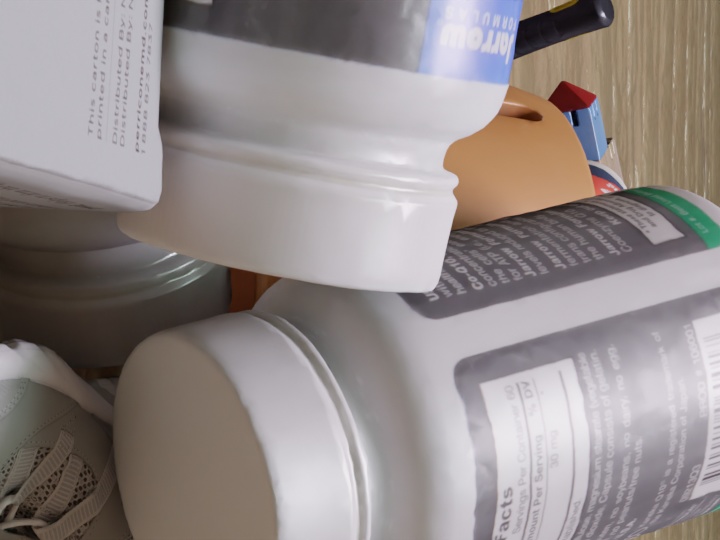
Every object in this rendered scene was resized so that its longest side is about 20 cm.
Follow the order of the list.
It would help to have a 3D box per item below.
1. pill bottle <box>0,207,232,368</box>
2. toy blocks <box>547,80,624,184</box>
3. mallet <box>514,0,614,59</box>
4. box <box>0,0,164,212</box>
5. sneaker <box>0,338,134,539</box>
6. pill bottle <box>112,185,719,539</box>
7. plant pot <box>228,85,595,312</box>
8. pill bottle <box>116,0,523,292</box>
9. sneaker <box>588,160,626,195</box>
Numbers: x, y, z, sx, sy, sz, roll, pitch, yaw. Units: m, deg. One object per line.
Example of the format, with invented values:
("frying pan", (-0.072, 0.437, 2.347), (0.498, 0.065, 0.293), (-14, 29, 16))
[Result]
("pill bottle", (-0.091, -0.076, 0.816), (0.113, 0.113, 0.200), (-60, 150, -59))
("toy blocks", (0.046, -0.039, 1.225), (0.100, 0.200, 0.137), (-50, 129, -69))
("mallet", (0.012, -0.078, 1.058), (0.041, 0.200, 0.066), (66, 17, -14))
("box", (-0.132, -0.121, 0.614), (0.200, 0.131, 0.199), (13, 80, -76))
("sneaker", (-0.106, 0.072, 0.786), (0.200, 0.075, 0.082), (13, 60, -62))
("pill bottle", (0.031, 0.044, 0.812), (0.200, 0.113, 0.113), (-13, 110, -33))
("plant pot", (0.000, 0.000, 0.958), (0.200, 0.140, 0.200), (180, -90, -71))
("pill bottle", (-0.006, -0.101, 0.728), (0.114, 0.114, 0.200), (-13, 114, -75))
("sneaker", (0.029, 0.009, 1.144), (0.075, 0.200, 0.085), (59, 6, -2))
